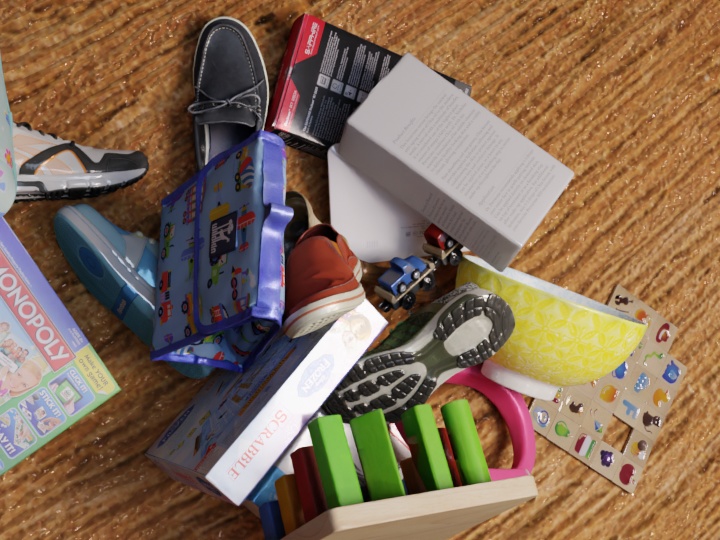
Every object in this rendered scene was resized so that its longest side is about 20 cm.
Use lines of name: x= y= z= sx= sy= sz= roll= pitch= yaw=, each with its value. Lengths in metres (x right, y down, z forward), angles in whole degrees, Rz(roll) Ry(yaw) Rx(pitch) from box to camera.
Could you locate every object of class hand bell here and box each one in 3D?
hand bell: x=0.000 y=0.000 z=1.089 sx=0.200 sy=0.104 sz=0.104 roll=18 pitch=78 yaw=-34

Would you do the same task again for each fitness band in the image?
fitness band: x=0.108 y=0.154 z=1.101 sx=0.200 sy=0.037 sz=0.144 roll=13 pitch=52 yaw=-43

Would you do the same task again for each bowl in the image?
bowl: x=0.177 y=0.068 z=1.115 sx=0.200 sy=0.200 sz=0.108 roll=18 pitch=97 yaw=-21

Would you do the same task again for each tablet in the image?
tablet: x=0.065 y=-0.075 z=1.117 sx=0.199 sy=0.014 sz=0.131 roll=-7 pitch=113 yaw=-14

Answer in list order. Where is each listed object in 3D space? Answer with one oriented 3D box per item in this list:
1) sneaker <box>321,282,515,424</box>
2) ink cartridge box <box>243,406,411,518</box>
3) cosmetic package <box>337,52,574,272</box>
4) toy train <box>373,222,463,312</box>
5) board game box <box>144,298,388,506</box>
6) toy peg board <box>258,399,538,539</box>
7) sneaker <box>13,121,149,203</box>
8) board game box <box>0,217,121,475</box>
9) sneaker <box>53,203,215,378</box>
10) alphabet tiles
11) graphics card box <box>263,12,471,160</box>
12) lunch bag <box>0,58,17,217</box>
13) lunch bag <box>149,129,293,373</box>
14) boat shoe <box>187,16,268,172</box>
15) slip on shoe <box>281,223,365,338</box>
sneaker: x=0.049 y=0.075 z=1.034 sx=0.200 sy=0.089 sz=0.077 roll=-30 pitch=111 yaw=5
ink cartridge box: x=-0.017 y=0.175 z=1.074 sx=0.116 sy=0.067 sz=0.200 roll=43 pitch=70 yaw=-16
cosmetic package: x=0.089 y=-0.102 z=1.045 sx=0.200 sy=0.071 sz=0.101 roll=37 pitch=68 yaw=5
toy train: x=0.088 y=-0.033 z=1.081 sx=0.200 sy=0.034 sz=0.046 roll=-43 pitch=131 yaw=-17
board game box: x=-0.089 y=0.108 z=0.976 sx=0.041 sy=0.199 sz=0.200 roll=46 pitch=71 yaw=-15
toy peg board: x=0.011 y=0.190 z=0.957 sx=0.200 sy=0.199 sz=0.098 roll=-2 pitch=65 yaw=-31
sneaker: x=-0.288 y=-0.101 z=0.976 sx=0.199 sy=0.074 sz=0.080 roll=-5 pitch=86 yaw=-25
board game box: x=-0.324 y=0.063 z=0.969 sx=0.134 sy=0.029 sz=0.200 roll=-36 pitch=100 yaw=-21
sneaker: x=-0.178 y=-0.009 z=1.020 sx=0.200 sy=0.080 sz=0.131 roll=47 pitch=58 yaw=-7
alphabet tiles: x=0.288 y=0.126 z=1.247 sx=0.167 sy=0.008 sz=0.200 roll=34 pitch=73 yaw=-17
graphics card box: x=0.008 y=-0.165 z=1.123 sx=0.200 sy=0.051 sz=0.126 roll=18 pitch=79 yaw=-21
lunch bag: x=-0.373 y=-0.120 z=0.897 sx=0.160 sy=0.077 sz=0.201 roll=-12 pitch=76 yaw=6
lunch bag: x=-0.098 y=-0.013 z=0.900 sx=0.094 sy=0.200 sz=0.151 roll=10 pitch=69 yaw=-24
boat shoe: x=-0.126 y=-0.147 z=1.050 sx=0.074 sy=0.062 sz=0.201 roll=1 pitch=86 yaw=-2
slip on shoe: x=-0.036 y=0.006 z=0.904 sx=0.074 sy=0.200 sz=0.061 roll=-27 pitch=102 yaw=9
